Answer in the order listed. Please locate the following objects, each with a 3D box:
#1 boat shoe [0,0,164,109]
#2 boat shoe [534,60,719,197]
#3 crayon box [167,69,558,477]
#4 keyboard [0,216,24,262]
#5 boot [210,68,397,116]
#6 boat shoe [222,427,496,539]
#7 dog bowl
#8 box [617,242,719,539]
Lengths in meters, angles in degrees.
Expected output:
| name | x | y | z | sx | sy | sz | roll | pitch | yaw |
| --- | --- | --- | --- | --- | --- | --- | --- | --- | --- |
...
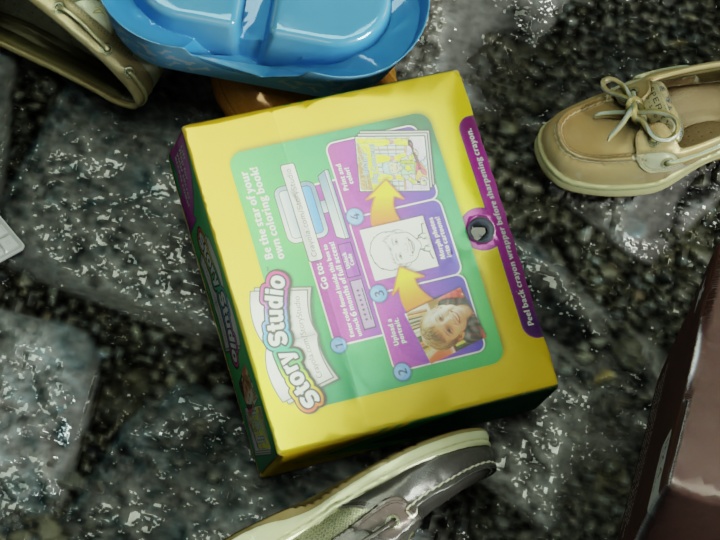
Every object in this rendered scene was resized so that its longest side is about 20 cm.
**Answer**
| name | x | y | z | sx | sy | sz | roll | pitch | yaw |
| --- | --- | --- | --- | --- | --- | --- | --- | --- | --- |
| boat shoe | -0.212 | -0.159 | 1.765 | 0.201 | 0.073 | 0.063 | 25 | 53 | -2 |
| boat shoe | 0.203 | -0.099 | 1.800 | 0.200 | 0.063 | 0.073 | -15 | 63 | -18 |
| crayon box | 0.000 | 0.000 | 1.681 | 0.172 | 0.058 | 0.200 | -13 | 76 | -16 |
| keyboard | -0.280 | -0.071 | 1.732 | 0.056 | 0.011 | 0.200 | -32 | 69 | -26 |
| boot | 0.004 | -0.131 | 1.792 | 0.201 | 0.071 | 0.144 | -21 | 70 | -17 |
| boat shoe | -0.005 | 0.153 | 1.608 | 0.201 | 0.072 | 0.066 | -25 | 75 | -22 |
| dog bowl | -0.061 | -0.162 | 1.733 | 0.200 | 0.050 | 0.112 | 10 | 66 | -3 |
| box | 0.260 | 0.116 | 1.614 | 0.200 | 0.164 | 0.166 | 17 | 58 | 2 |
